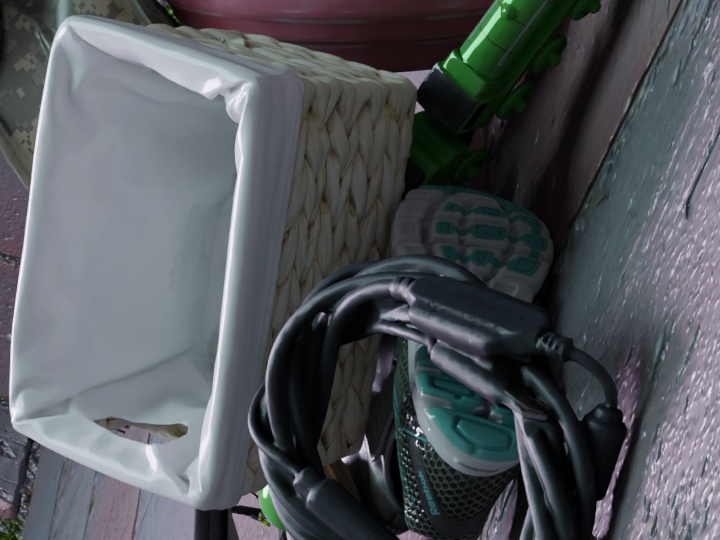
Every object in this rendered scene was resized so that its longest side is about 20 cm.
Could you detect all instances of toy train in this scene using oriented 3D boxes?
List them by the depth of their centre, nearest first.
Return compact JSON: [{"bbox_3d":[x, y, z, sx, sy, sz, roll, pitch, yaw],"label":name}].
[{"bbox_3d":[0.058,-0.092,1.317,0.056,0.042,0.200,-19,-31,-56],"label":"toy train"}]

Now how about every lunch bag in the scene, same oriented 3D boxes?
[{"bbox_3d":[-0.139,-0.095,1.465,0.118,0.200,0.164,-36,5,1],"label":"lunch bag"}]

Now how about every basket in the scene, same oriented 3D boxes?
[{"bbox_3d":[-0.064,-0.010,1.311,0.136,0.123,0.200,19,108,37],"label":"basket"}]

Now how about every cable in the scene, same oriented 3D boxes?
[{"bbox_3d":[0.026,0.080,1.152,0.200,0.051,0.163,18,109,47],"label":"cable"}]

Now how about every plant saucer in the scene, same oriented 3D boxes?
[{"bbox_3d":[-0.003,-0.136,1.469,0.201,0.200,0.051,-110,18,-75],"label":"plant saucer"}]

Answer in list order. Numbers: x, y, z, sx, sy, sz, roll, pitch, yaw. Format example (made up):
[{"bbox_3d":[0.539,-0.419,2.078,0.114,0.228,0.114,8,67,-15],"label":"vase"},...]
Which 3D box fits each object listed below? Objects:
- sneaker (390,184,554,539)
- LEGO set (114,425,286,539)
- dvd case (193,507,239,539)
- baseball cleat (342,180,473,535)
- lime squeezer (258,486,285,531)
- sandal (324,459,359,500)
[{"bbox_3d":[0.040,0.040,1.273,0.200,0.078,0.091,-84,9,-53],"label":"sneaker"},{"bbox_3d":[-0.065,0.065,1.621,0.200,0.154,0.116,-79,10,-49],"label":"LEGO set"},{"bbox_3d":[-0.045,0.220,1.316,0.143,0.018,0.200,-95,-8,-63],"label":"dvd case"},{"bbox_3d":[0.034,0.027,1.379,0.106,0.070,0.200,154,122,-70],"label":"baseball cleat"},{"bbox_3d":[-0.030,0.092,1.434,0.038,0.071,0.200,-27,67,23],"label":"lime squeezer"},{"bbox_3d":[-0.017,0.174,1.325,0.080,0.054,0.200,108,153,-54],"label":"sandal"}]
